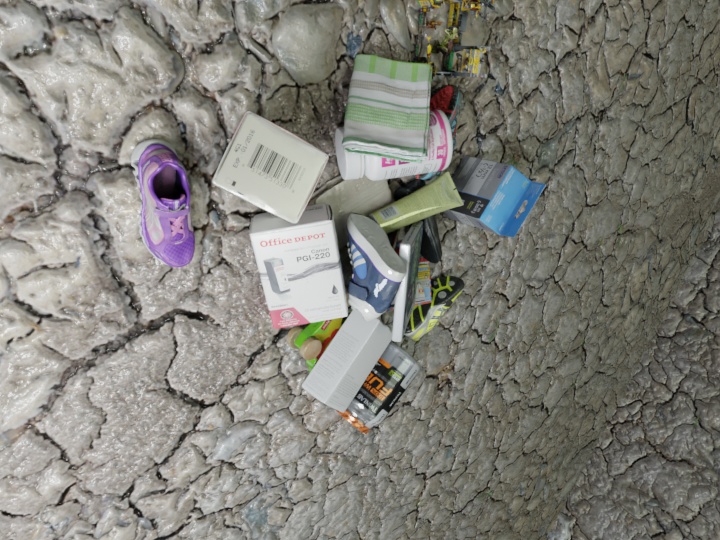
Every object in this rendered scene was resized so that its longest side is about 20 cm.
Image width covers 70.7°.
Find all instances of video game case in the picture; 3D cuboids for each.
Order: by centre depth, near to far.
[{"bbox_3d":[0.097,0.016,1.030,0.182,0.023,0.201,-54,150,-66],"label":"video game case"}]

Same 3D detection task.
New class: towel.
[{"bbox_3d":[0.050,-0.288,0.886,0.149,0.031,0.201,8,71,-5],"label":"towel"},{"bbox_3d":[-0.018,-0.129,1.014,0.200,0.034,0.133,-35,129,-25],"label":"towel"}]

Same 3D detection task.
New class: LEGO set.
[{"bbox_3d":[0.186,-0.454,0.984,0.153,0.116,0.201,-3,110,-39],"label":"LEGO set"}]

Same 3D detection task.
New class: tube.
[{"bbox_3d":[0.115,-0.130,1.041,0.200,0.052,0.058,-27,133,-14],"label":"tube"}]

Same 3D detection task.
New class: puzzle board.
[{"bbox_3d":[0.088,0.011,1.143,0.200,0.017,0.151,-7,94,-38],"label":"puzzle board"}]

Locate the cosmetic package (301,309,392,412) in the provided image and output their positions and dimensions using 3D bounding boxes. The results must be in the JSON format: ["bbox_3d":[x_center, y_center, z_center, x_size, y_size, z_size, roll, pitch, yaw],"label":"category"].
[{"bbox_3d":[-0.023,0.185,1.053,0.200,0.074,0.102,-56,148,-11],"label":"cosmetic package"}]

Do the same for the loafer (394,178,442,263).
[{"bbox_3d":[0.146,-0.108,1.125,0.072,0.073,0.200,-40,123,-28],"label":"loafer"}]

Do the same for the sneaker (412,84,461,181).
[{"bbox_3d":[0.164,-0.291,1.082,0.095,0.079,0.201,-2,117,-54],"label":"sneaker"}]

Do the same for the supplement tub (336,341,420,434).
[{"bbox_3d":[0.036,0.265,1.170,0.200,0.122,0.123,-52,133,-10],"label":"supplement tub"}]

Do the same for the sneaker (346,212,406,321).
[{"bbox_3d":[0.000,0.000,0.963,0.080,0.200,0.147,7,126,-37],"label":"sneaker"}]

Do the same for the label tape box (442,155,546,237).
[{"bbox_3d":[0.286,-0.169,1.137,0.066,0.200,0.144,36,85,-41],"label":"label tape box"}]

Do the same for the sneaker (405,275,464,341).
[{"bbox_3d":[0.178,0.092,1.257,0.200,0.075,0.076,-40,138,-6],"label":"sneaker"}]

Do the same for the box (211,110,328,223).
[{"bbox_3d":[-0.143,-0.150,0.765,0.128,0.200,0.109,26,92,-19],"label":"box"}]

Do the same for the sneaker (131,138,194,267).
[{"bbox_3d":[-0.288,-0.091,0.766,0.080,0.088,0.201,-20,122,-34],"label":"sneaker"}]

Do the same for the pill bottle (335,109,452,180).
[{"bbox_3d":[0.059,-0.229,0.944,0.199,0.113,0.114,-11,118,-10],"label":"pill bottle"}]

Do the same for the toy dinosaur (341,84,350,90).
[{"bbox_3d":[0.058,-0.325,0.964,0.200,0.077,0.103,-10,101,-42],"label":"toy dinosaur"}]

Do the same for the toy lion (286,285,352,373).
[{"bbox_3d":[-0.052,0.138,1.089,0.200,0.069,0.192,-57,140,-6],"label":"toy lion"}]

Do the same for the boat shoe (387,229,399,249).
[{"bbox_3d":[0.038,-0.036,1.054,0.071,0.062,0.200,102,4,-65],"label":"boat shoe"}]

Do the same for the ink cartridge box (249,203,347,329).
[{"bbox_3d":[-0.107,-0.007,0.920,0.145,0.085,0.201,-10,117,-2],"label":"ink cartridge box"}]
